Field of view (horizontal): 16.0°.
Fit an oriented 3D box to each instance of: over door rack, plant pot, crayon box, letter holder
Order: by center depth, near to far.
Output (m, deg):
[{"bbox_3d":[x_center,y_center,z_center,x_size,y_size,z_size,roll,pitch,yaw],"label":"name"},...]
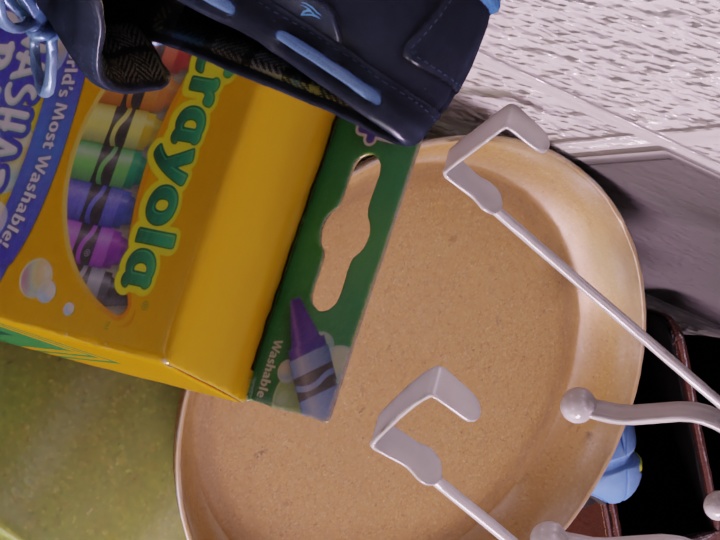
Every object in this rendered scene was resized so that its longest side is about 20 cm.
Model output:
[{"bbox_3d":[-0.083,-0.034,0.850,0.200,0.126,0.052,12,169,34],"label":"crayon box"},{"bbox_3d":[0.071,0.065,0.856,0.067,0.148,0.200,-23,121,30],"label":"over door rack"},{"bbox_3d":[0.016,0.042,0.917,0.200,0.200,0.027,26,-175,-41],"label":"plant pot"},{"bbox_3d":[-0.098,0.043,0.964,0.200,0.184,0.201,26,154,14],"label":"plant pot"},{"bbox_3d":[0.106,0.056,1.170,0.100,0.143,0.200,-12,-179,-20],"label":"letter holder"}]

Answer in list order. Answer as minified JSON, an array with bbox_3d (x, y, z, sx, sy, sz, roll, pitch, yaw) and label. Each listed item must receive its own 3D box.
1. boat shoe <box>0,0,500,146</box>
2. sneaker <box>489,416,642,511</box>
[{"bbox_3d":[-0.063,-0.082,0.696,0.200,0.069,0.084,14,170,29],"label":"boat shoe"},{"bbox_3d":[0.045,0.054,1.069,0.083,0.071,0.200,-13,-163,-17],"label":"sneaker"}]
